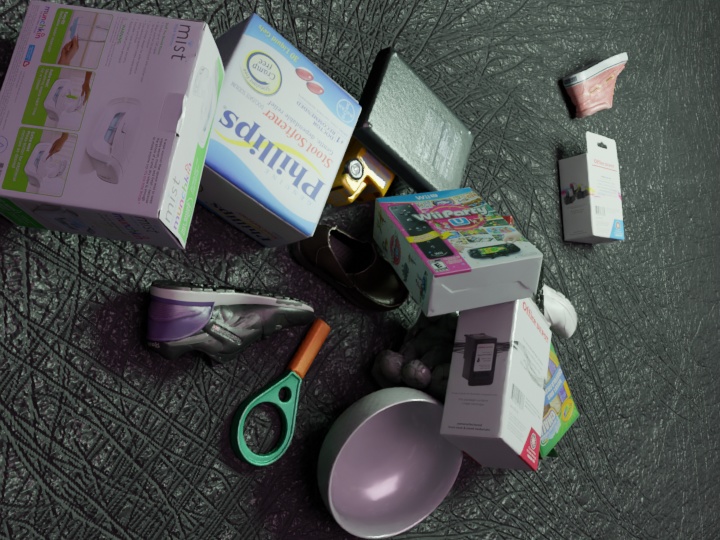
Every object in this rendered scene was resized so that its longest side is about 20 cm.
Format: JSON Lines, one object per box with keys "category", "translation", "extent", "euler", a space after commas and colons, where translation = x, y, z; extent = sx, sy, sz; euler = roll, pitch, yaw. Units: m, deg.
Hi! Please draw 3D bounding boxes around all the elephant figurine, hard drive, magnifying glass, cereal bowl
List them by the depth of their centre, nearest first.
{"category": "magnifying glass", "translation": [-0.092, 0.147, 0.860], "extent": [0.080, 0.022, 0.200], "euler": [46, 56, -27]}
{"category": "cereal bowl", "translation": [0.030, 0.236, 0.892], "extent": [0.199, 0.083, 0.201], "euler": [-10, 112, -26]}
{"category": "hard drive", "translation": [0.078, -0.193, 0.968], "extent": [0.200, 0.033, 0.140], "euler": [36, 62, -36]}
{"category": "elephant figurine", "translation": [0.117, 0.095, 0.976], "extent": [0.141, 0.155, 0.200], "euler": [30, 58, 4]}

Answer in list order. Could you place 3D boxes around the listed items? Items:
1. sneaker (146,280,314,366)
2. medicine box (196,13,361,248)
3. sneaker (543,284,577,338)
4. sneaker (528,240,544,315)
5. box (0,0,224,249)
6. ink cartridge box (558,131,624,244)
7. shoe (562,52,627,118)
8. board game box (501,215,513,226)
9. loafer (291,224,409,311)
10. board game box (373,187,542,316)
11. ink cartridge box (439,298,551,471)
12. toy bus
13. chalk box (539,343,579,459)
{"category": "sneaker", "translation": [-0.148, 0.064, 0.792], "extent": [0.199, 0.076, 0.088], "euler": [7, 92, -36]}
{"category": "medicine box", "translation": [-0.119, -0.159, 0.828], "extent": [0.182, 0.103, 0.201], "euler": [34, 62, -32]}
{"category": "sneaker", "translation": [0.297, 0.058, 1.198], "extent": [0.200, 0.074, 0.087], "euler": [43, 70, -21]}
{"category": "sneaker", "translation": [0.241, 0.039, 1.090], "extent": [0.076, 0.087, 0.201], "euler": [-63, 151, -45]}
{"category": "box", "translation": [-0.240, -0.139, 0.661], "extent": [0.176, 0.097, 0.201], "euler": [8, 74, 2]}
{"category": "ink cartridge box", "translation": [0.449, -0.158, 1.354], "extent": [0.115, 0.068, 0.201], "euler": [4, 82, -41]}
{"category": "shoe", "translation": [0.493, -0.381, 1.430], "extent": [0.200, 0.071, 0.091], "euler": [-31, 105, -34]}
{"category": "board game box", "translation": [0.174, 0.014, 1.063], "extent": [0.019, 0.103, 0.201], "euler": [35, 60, -57]}
{"category": "loafer", "translation": [0.000, 0.000, 0.929], "extent": [0.200, 0.071, 0.073], "euler": [28, 66, -35]}
{"category": "board game box", "translation": [0.116, -0.032, 0.894], "extent": [0.147, 0.200, 0.065], "euler": [-9, 122, -17]}
{"category": "ink cartridge box", "translation": [0.181, 0.139, 0.899], "extent": [0.145, 0.083, 0.201], "euler": [45, 50, -47]}
{"category": "toy bus", "translation": [0.016, -0.165, 0.975], "extent": [0.078, 0.065, 0.200], "euler": [47, 56, -28]}
{"category": "chalk box", "translation": [0.245, 0.210, 1.081], "extent": [0.124, 0.124, 0.201], "euler": [-31, 103, -40]}
